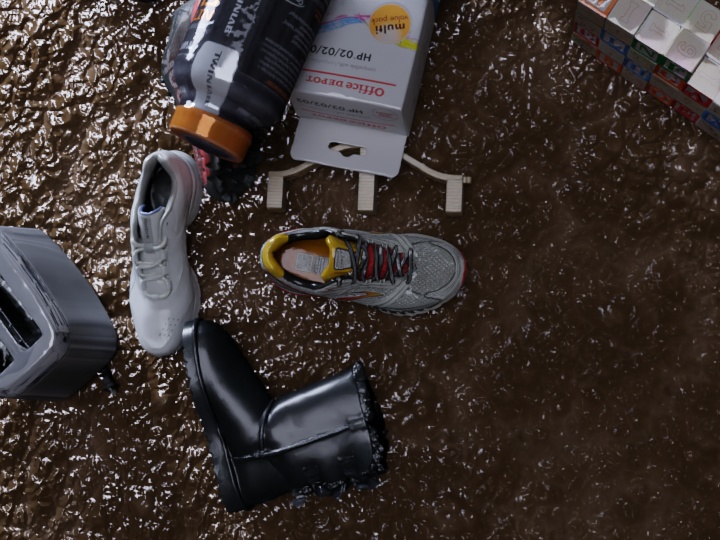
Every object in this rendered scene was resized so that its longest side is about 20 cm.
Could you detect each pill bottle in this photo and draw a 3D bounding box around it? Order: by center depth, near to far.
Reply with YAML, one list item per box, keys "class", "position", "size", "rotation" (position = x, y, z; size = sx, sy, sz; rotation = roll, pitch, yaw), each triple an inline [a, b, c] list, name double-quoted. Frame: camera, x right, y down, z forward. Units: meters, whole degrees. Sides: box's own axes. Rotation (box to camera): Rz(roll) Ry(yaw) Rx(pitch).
- class: "pill bottle"
  position: [-0.097, -0.199, 0.889]
  size: [0.105, 0.106, 0.203]
  rotation: [21, 84, 10]

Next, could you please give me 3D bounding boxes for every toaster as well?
- class: "toaster"
  position: [-0.320, 0.046, 0.967]
  size: [0.113, 0.129, 0.201]
  rotation: [-39, 80, 4]

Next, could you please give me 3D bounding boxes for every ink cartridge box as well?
- class: "ink cartridge box"
  position: [0.001, -0.201, 0.956]
  size: [0.113, 0.068, 0.203]
  rotation: [11, 78, 10]

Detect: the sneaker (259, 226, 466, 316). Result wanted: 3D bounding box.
- class: "sneaker"
  position: [0.000, 0.000, 0.944]
  size: [0.196, 0.082, 0.079]
  rotation: [1, 85, 9]

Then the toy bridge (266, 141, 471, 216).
- class: "toy bridge"
  position: [0.008, -0.088, 0.978]
  size: [0.196, 0.027, 0.069]
  rotation: [1, 84, 9]

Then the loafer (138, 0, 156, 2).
- class: "loafer"
  position: [-0.176, -0.360, 1.012]
  size: [0.069, 0.068, 0.203]
  rotation: [20, 85, 21]

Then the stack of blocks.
- class: "stack of blocks"
  position: [0.286, -0.190, 0.899]
  size: [0.199, 0.115, 0.059]
  rotation: [37, 91, 10]

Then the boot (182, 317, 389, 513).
- class: "boot"
  position: [-0.067, 0.124, 0.948]
  size: [0.160, 0.073, 0.202]
  rotation: [-16, 89, 10]

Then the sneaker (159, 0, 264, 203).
- class: "sneaker"
  position: [-0.147, -0.169, 0.990]
  size: [0.097, 0.070, 0.204]
  rotation: [9, 108, 44]

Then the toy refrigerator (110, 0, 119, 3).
- class: "toy refrigerator"
  position: [-0.247, -0.384, 1.028]
  size: [0.075, 0.070, 0.203]
  rotation: [21, 89, 4]

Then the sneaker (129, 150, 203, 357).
- class: "sneaker"
  position: [-0.196, -0.019, 0.975]
  size: [0.073, 0.087, 0.204]
  rotation: [-1, 86, 7]
